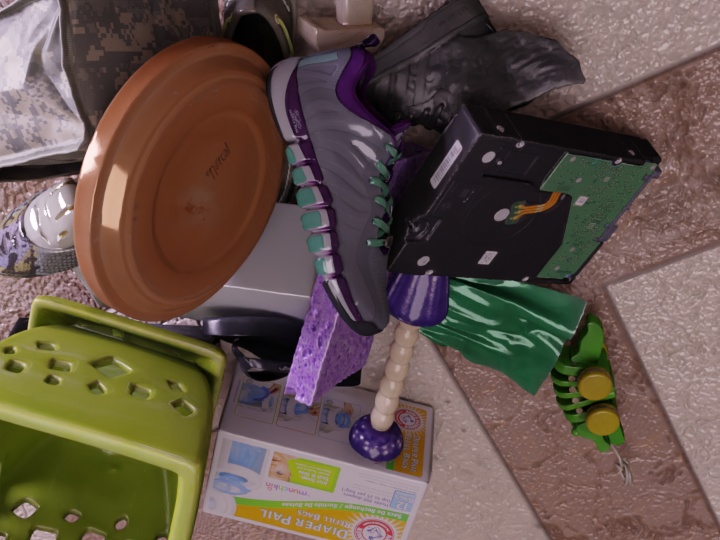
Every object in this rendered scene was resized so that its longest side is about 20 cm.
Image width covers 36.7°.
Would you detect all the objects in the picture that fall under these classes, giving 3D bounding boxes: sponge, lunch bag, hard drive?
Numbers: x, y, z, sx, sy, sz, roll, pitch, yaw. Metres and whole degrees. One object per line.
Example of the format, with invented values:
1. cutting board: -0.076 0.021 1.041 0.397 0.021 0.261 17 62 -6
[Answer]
1. sponge: 0.000 0.000 0.862 0.029 0.111 0.203 23 109 18
2. lunch bag: -0.216 -0.128 0.775 0.197 0.163 0.120 -7 97 33
3. hard drive: 0.123 -0.052 0.827 0.197 0.038 0.140 4 135 -35

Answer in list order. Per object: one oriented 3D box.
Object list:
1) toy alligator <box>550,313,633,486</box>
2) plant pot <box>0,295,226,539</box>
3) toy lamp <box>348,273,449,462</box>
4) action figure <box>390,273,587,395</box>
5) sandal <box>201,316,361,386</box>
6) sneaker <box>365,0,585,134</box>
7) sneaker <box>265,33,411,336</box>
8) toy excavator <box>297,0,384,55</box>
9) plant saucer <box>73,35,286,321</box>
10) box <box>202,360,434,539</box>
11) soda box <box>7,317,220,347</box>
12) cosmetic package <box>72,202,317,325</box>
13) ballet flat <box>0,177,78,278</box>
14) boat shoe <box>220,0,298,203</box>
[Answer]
1. toy alligator: 0.207 0.126 0.985 0.053 0.060 0.202 -10 123 14
2. plant pot: -0.219 0.147 0.892 0.197 0.182 0.201 16 121 -3
3. toy lamp: 0.035 0.072 0.916 0.057 0.059 0.202 11 124 -1
4. action figure: 0.082 0.025 0.935 0.197 0.055 0.119 22 126 0
5. sandal: -0.059 0.079 0.933 0.075 0.044 0.199 -4 159 33
6. sneaker: 0.057 -0.125 0.801 0.198 0.060 0.105 -35 91 7
7. sneaker: 0.002 -0.057 0.751 0.086 0.074 0.203 -16 96 15
8. toy excavator: -0.034 -0.257 0.727 0.198 0.100 0.196 19 107 -34
9. plant saucer: -0.113 -0.058 0.747 0.032 0.200 0.203 23 130 26
10. box: -0.038 0.179 1.026 0.197 0.102 0.114 14 125 -3
11. soda box: -0.230 0.092 1.009 0.196 0.071 0.064 3 124 5
12. cosmetic package: -0.126 -0.009 0.895 0.196 0.083 0.113 7 161 0
13. ballet flat: -0.192 -0.050 0.815 0.197 0.072 0.073 -16 124 -6
14. boat shoe: -0.080 -0.125 0.847 0.071 0.061 0.204 3 125 3
